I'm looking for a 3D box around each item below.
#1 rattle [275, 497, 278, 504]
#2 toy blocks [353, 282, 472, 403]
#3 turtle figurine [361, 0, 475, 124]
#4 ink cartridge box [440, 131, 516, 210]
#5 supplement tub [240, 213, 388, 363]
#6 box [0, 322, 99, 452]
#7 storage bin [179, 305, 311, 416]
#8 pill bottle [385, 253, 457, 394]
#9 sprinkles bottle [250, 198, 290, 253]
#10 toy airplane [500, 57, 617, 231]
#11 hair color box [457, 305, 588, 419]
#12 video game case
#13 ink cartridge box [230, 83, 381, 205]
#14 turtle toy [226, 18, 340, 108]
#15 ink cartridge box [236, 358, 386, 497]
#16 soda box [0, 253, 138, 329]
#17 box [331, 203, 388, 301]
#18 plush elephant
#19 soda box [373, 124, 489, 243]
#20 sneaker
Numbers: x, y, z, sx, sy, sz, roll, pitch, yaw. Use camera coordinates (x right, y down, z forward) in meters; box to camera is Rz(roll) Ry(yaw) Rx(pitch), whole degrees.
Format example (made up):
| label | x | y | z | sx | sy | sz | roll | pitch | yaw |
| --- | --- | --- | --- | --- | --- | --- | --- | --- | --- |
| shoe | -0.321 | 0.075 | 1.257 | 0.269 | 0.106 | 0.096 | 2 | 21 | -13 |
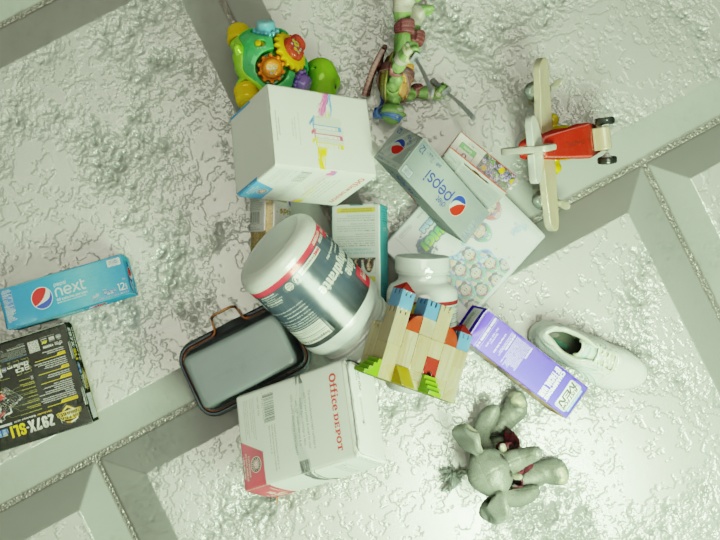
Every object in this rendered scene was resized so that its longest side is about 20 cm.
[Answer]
| label | x | y | z | sx | sy | sz | roll | pitch | yaw |
| --- | --- | --- | --- | --- | --- | --- | --- | --- | --- |
| rattle | -0.077 | 0.252 | 1.731 | 0.198 | 0.130 | 0.145 | -32 | 76 | 23 |
| toy blocks | 0.085 | 0.101 | 1.603 | 0.198 | 0.099 | 0.139 | 22 | 82 | -35 |
| turtle figurine | 0.102 | -0.326 | 1.732 | 0.142 | 0.198 | 0.198 | 8 | 81 | -36 |
| ink cartridge box | 0.173 | -0.150 | 1.669 | 0.108 | 0.200 | 0.051 | 39 | 85 | 0 |
| supplement tub | -0.064 | 0.031 | 1.625 | 0.141 | 0.140 | 0.200 | -47 | 111 | -4 |
| box | -0.522 | 0.185 | 1.726 | 0.196 | 0.049 | 0.163 | -18 | 90 | -3 |
| storage bin | -0.181 | 0.126 | 1.699 | 0.197 | 0.134 | 0.148 | -26 | 88 | -4 |
| pill bottle | 0.093 | 0.079 | 1.709 | 0.110 | 0.112 | 0.204 | 0 | 96 | -2 |
| sprinkles bottle | -0.140 | -0.110 | 1.746 | 0.067 | 0.068 | 0.204 | 0 | 87 | -2 |
| toy airplane | 0.286 | -0.192 | 1.731 | 0.199 | 0.140 | 0.202 | 42 | 70 | -31 |
| hair color box | 0.243 | 0.139 | 1.717 | 0.199 | 0.109 | 0.065 | 36 | 87 | -6 |
| video game case | 0.163 | -0.046 | 1.776 | 0.182 | 0.024 | 0.200 | 44 | 86 | 0 |
| ink cartridge box | -0.075 | -0.181 | 1.665 | 0.197 | 0.128 | 0.128 | 3 | 71 | -33 |
| turtle toy | -0.117 | -0.310 | 1.720 | 0.100 | 0.198 | 0.148 | -28 | 59 | 33 |
| ink cartridge box | -0.072 | 0.229 | 1.614 | 0.197 | 0.084 | 0.148 | -21 | 63 | 26 |
| soda box | -0.450 | 0.034 | 1.726 | 0.196 | 0.068 | 0.065 | -16 | 87 | -3 |
| box | 0.000 | 0.000 | 1.744 | 0.081 | 0.049 | 0.204 | -1 | 87 | 17 |
| plush elephant | 0.213 | 0.291 | 1.693 | 0.197 | 0.155 | 0.167 | -24 | 88 | -4 |
| soda box | 0.108 | -0.127 | 1.678 | 0.064 | 0.068 | 0.200 | -51 | 131 | -4 |
| sneaker | 0.359 | 0.136 | 1.747 | 0.197 | 0.080 | 0.072 | 21 | 85 | -2 |
